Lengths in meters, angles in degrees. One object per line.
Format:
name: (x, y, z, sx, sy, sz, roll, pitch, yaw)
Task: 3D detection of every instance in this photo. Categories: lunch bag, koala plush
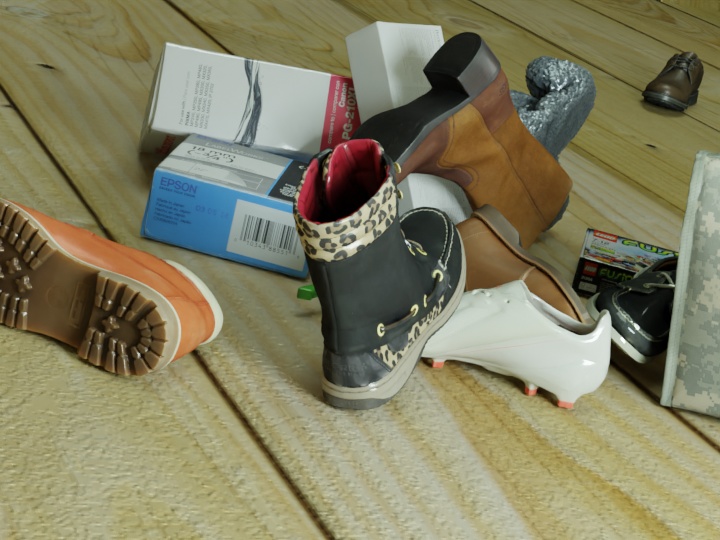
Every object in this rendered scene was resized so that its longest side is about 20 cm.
lunch bag: (0.320, 0.011, 1.198, 0.163, 0.201, 0.118, 11, 16, 22)
koala plush: (0.091, -0.127, 1.540, 0.200, 0.178, 0.184, 26, 33, 23)

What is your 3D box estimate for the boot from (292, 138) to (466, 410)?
boot: (0.014, -0.021, 1.098, 0.073, 0.151, 0.200, 6, 39, 25)

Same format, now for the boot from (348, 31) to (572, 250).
boot: (0.081, -0.073, 1.379, 0.068, 0.189, 0.200, 18, -26, 44)

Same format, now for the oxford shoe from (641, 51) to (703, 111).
oxford shoe: (0.471, -0.288, 2.426, 0.072, 0.085, 0.200, 20, 21, 14)

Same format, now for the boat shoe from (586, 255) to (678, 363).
boat shoe: (0.235, 0.025, 1.296, 0.072, 0.068, 0.200, 46, 22, 13)

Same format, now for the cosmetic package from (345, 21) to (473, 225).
cosmetic package: (0.047, -0.116, 1.432, 0.082, 0.201, 0.051, -4, -10, -41)

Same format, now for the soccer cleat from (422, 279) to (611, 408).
soccer cleat: (0.086, 0.037, 1.179, 0.199, 0.078, 0.069, 16, 18, 7)

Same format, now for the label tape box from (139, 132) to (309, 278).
label tape box: (-0.092, -0.066, 1.384, 0.144, 0.064, 0.200, 15, 18, 3)

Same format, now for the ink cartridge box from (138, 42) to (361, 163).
ink cartridge box: (-0.098, -0.142, 1.501, 0.199, 0.085, 0.145, 10, -6, -10)

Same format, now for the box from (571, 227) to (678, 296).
box: (0.294, 0.016, 1.463, 0.199, 0.035, 0.110, 16, 18, 7)

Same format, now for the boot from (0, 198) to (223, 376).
boot: (-0.188, 0.006, 1.100, 0.200, 0.075, 0.107, 29, 19, 18)

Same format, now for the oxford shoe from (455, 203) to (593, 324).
oxford shoe: (0.126, 0.025, 1.295, 0.071, 0.071, 0.200, -31, 42, -12)

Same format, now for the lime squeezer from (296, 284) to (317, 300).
lime squeezer: (0.000, 0.000, 1.308, 0.070, 0.038, 0.200, -4, 17, 9)
